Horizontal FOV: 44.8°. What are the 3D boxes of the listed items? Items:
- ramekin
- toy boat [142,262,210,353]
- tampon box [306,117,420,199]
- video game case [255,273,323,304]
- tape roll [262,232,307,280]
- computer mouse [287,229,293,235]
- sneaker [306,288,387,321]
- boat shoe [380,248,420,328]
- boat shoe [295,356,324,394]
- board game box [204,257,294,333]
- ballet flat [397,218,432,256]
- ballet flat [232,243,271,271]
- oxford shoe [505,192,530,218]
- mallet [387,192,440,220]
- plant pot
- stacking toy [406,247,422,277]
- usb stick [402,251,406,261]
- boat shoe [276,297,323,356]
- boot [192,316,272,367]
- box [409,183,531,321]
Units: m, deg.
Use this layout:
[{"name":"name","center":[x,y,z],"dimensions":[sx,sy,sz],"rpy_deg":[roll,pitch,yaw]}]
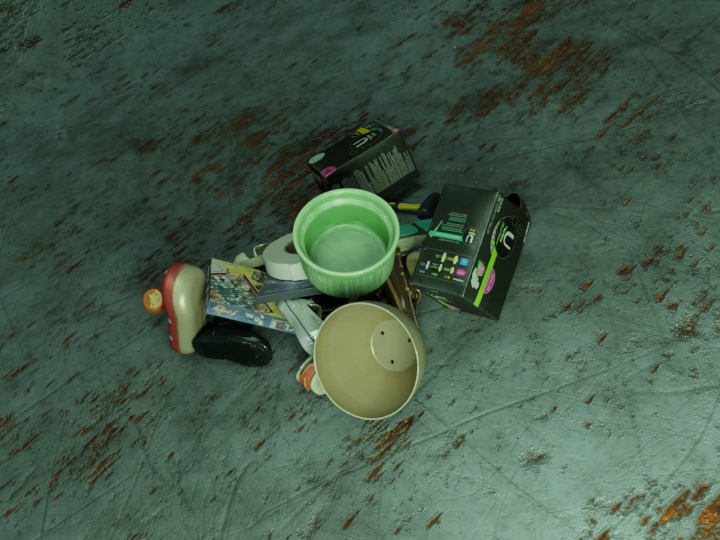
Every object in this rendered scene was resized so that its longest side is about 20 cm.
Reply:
[{"name":"ramekin","center":[-0.025,-0.046,1.635],"dimensions":[0.197,0.098,0.202],"rpy_deg":[-1,55,2]},{"name":"toy boat","center":[-0.386,0.070,1.798],"dimensions":[0.129,0.201,0.131],"rpy_deg":[13,45,5]},{"name":"tampon box","center":[0.004,-0.230,1.977],"dimensions":[0.199,0.127,0.150],"rpy_deg":[-32,28,-8]},{"name":"video game case","center":[-0.123,0.010,1.750],"dimensions":[0.141,0.019,0.200],"rpy_deg":[-10,21,9]},{"name":"tape roll","center":[-0.101,-0.038,1.776],"dimensions":[0.200,0.037,0.203],"rpy_deg":[-10,22,4]},{"name":"computer mouse","center":[-0.063,-0.056,1.901],"dimensions":[0.197,0.053,0.139],"rpy_deg":[2,45,14]},{"name":"sneaker","center":[-0.019,0.045,1.727],"dimensions":[0.199,0.087,0.080],"rpy_deg":[-30,40,-7]},{"name":"boat shoe","center":[0.080,0.039,1.668],"dimensions":[0.070,0.071,0.202],"rpy_deg":[-13,60,-14]},{"name":"boat shoe","center":[-0.038,0.146,1.641],"dimensions":[0.200,0.071,0.062],"rpy_deg":[-47,40,-18]},{"name":"board game box","center":[-0.214,0.052,1.767],"dimensions":[0.198,0.035,0.136],"rpy_deg":[15,35,-19]},{"name":"ballet flat","center":[0.114,-0.066,1.786],"dimensions":[0.198,0.063,0.067],"rpy_deg":[-8,34,-30]},{"name":"ballet flat","center":[-0.232,-0.016,1.896],"dimensions":[0.199,0.070,0.069],"rpy_deg":[-23,34,-30]},{"name":"oxford shoe","center":[0.270,-0.076,1.711],"dimensions":[0.072,0.085,0.201],"rpy_deg":[5,49,30]},{"name":"mallet","center":[0.088,-0.135,1.919],"dimensions":[0.198,0.041,0.066],"rpy_deg":[0,41,35]},{"name":"plant pot","center":[0.035,0.144,1.529],"dimensions":[0.198,0.203,0.134],"rpy_deg":[-2,8,27]},{"name":"stacking toy","center":[0.185,-0.049,1.738],"dimensions":[0.199,0.086,0.085],"rpy_deg":[-38,40,-25]},{"name":"usb stick","center":[0.000,0.000,1.802],"dimensions":[0.198,0.033,0.056],"rpy_deg":[-28,73,-3]},{"name":"boat shoe","center":[-0.101,0.090,1.664],"dimensions":[0.067,0.074,0.200],"rpy_deg":[-39,39,0]},{"name":"boot","center":[-0.235,0.112,1.787],"dimensions":[0.196,0.074,0.163],"rpy_deg":[4,41,29]},{"name":"box","center":[0.202,-0.033,1.593],"dimensions":[0.123,0.148,0.202],"rpy_deg":[13,79,39]}]
